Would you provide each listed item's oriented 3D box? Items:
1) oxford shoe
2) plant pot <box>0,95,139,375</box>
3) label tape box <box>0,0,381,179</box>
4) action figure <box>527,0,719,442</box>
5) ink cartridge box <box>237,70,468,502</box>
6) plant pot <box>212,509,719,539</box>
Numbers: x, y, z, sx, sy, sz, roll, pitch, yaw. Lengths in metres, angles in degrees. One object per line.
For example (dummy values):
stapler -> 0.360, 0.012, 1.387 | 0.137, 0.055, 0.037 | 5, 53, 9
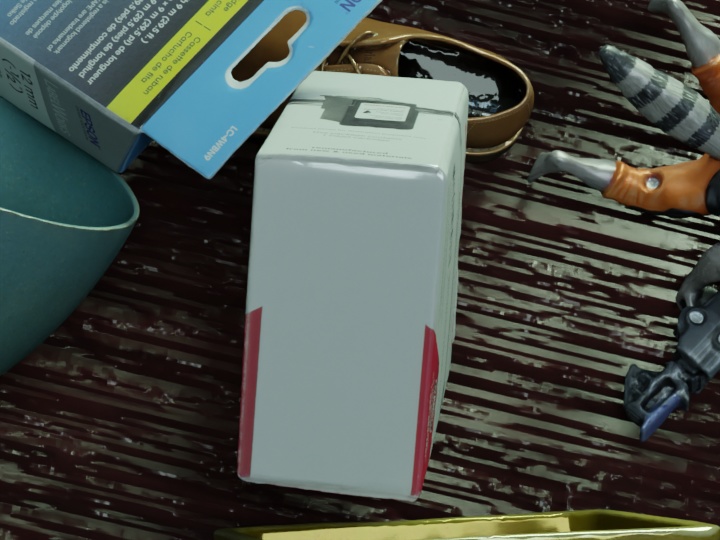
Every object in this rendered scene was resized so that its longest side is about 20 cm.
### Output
oxford shoe -> -0.011, -0.101, 1.338 | 0.198, 0.071, 0.072 | 7, 79, -7
plant pot -> -0.216, -0.010, 1.234 | 0.199, 0.200, 0.135 | 26, 103, -4
label tape box -> -0.097, -0.125, 1.288 | 0.199, 0.066, 0.143 | 34, 67, 21
action figure -> 0.177, -0.020, 1.341 | 0.193, 0.105, 0.200 | 35, 72, 8
ink cartridge box -> 0.000, 0.000, 1.229 | 0.083, 0.200, 0.146 | 4, 104, 4
plant pot -> 0.044, 0.213, 1.226 | 0.194, 0.194, 0.202 | -1, 87, -11
